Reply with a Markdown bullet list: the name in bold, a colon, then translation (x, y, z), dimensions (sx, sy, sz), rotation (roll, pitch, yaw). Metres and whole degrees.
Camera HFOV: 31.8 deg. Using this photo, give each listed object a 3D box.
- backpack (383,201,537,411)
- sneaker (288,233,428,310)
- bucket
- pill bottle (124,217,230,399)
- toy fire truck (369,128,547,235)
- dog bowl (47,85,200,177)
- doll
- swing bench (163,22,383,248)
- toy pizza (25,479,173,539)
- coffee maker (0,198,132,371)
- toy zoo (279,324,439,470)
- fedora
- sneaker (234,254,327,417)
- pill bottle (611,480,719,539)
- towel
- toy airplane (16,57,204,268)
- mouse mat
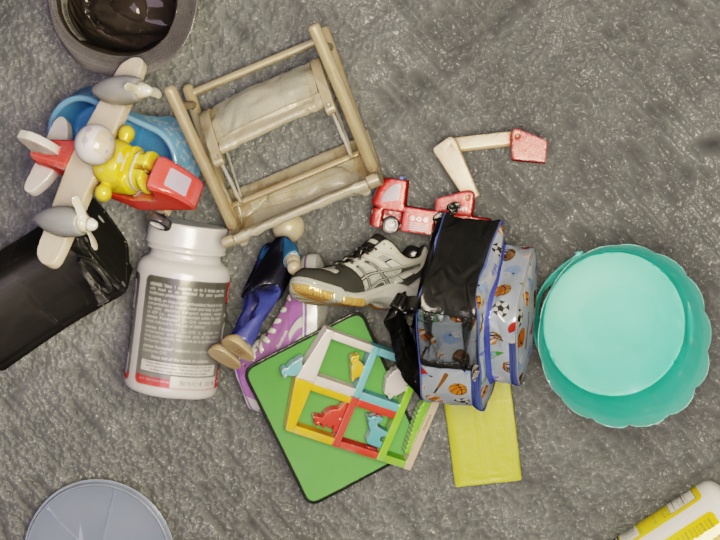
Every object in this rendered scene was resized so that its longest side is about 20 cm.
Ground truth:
- **backpack**: translation (0.123, 0.056, 1.419), dimensions (0.152, 0.201, 0.193), rotation (15, 132, 13)
- **sneaker**: translation (0.000, 0.000, 1.471), dimensions (0.075, 0.198, 0.089), rotation (1, 87, 50)
- **bucket**: translation (0.294, 0.069, 1.443), dimensions (0.203, 0.135, 0.211), rotation (0, 93, 6)
- **pill bottle**: translation (-0.216, 0.044, 1.511), dimensions (0.112, 0.114, 0.204), rotation (8, 95, 6)
- **toy fire truck**: translation (0.115, -0.104, 1.496), dimensions (0.197, 0.049, 0.144), rotation (9, 94, 7)
- **dog bowl**: translation (-0.290, -0.148, 1.523), dimensions (0.198, 0.050, 0.113), rotation (25, 105, 11)
- **doll**: translation (-0.110, 0.015, 1.487), dimensions (0.048, 0.136, 0.202), rotation (33, 59, -17)
- **swing bench**: translation (-0.096, -0.157, 1.480), dimensions (0.196, 0.130, 0.203), rotation (-21, 97, 7)
- **toy pizza**: translation (-0.325, 0.361, 1.587), dimensions (0.197, 0.032, 0.204), rotation (0, 93, 6)
- **coffee maker**: translation (-0.385, 0.017, 1.489), dimensions (0.198, 0.192, 0.136), rotation (-32, 99, 9)
- **toy zoo**: translation (-0.005, 0.148, 1.495), dimensions (0.197, 0.020, 0.133), rotation (20, 100, -17)
- **fedora**: translation (-0.270, -0.316, 1.504), dimensions (0.197, 0.090, 0.180), rotation (6, 93, 13)
- **sneaker**: translation (-0.100, 0.077, 1.523), dimensions (0.112, 0.073, 0.204), rotation (7, 95, 9)
- **pill bottle**: translation (0.392, 0.314, 1.461), dimensions (0.199, 0.111, 0.112), rotation (-35, 90, 8)
- **towel**: translation (0.142, 0.158, 1.528), dimensions (0.085, 0.018, 0.204), rotation (-7, 94, 12)
- **toy airplane**: translation (-0.294, -0.125, 1.405), dimensions (0.197, 0.141, 0.202), rotation (-24, 72, -6)
- **mouse mat**: translation (-0.031, 0.166, 1.509), dimensions (0.159, 0.008, 0.202), rotation (-26, 110, -5)
